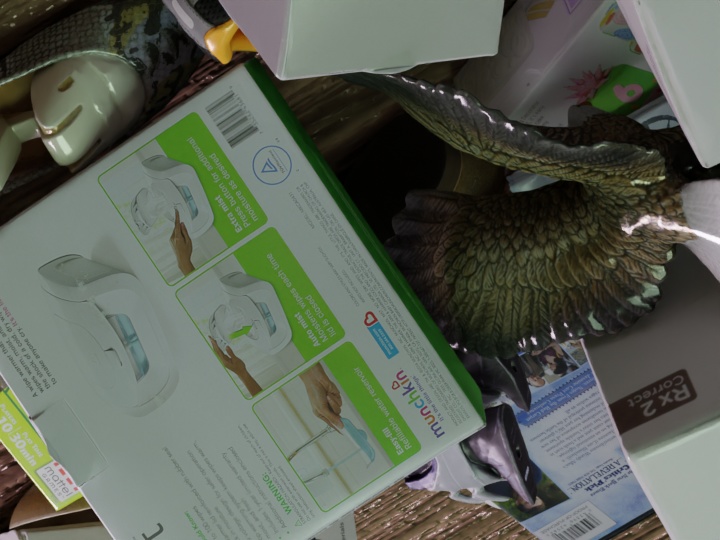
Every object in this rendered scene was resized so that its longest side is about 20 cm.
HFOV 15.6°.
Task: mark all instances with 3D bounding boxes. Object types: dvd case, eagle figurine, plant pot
[{"bbox_3d":[0.105,0.071,1.405,0.143,0.018,0.200,-34,124,26],"label":"dvd case"},{"bbox_3d":[0.099,-0.044,1.228,0.199,0.152,0.151,-14,176,-1],"label":"eagle figurine"},{"bbox_3d":[-0.099,0.116,1.471,0.200,0.028,0.200,-10,172,-1],"label":"plant pot"}]

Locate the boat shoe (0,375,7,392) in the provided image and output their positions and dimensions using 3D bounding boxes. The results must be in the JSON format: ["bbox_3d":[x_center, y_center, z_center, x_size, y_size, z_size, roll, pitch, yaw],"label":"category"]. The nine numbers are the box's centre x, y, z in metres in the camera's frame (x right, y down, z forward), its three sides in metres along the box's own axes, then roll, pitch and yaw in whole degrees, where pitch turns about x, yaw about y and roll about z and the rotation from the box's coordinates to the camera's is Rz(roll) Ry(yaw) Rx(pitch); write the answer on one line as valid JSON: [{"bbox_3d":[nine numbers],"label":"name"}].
[{"bbox_3d":[-0.255,0.047,1.312,0.200,0.073,0.075,-25,142,6],"label":"boat shoe"}]

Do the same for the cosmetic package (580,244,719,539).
[{"bbox_3d":[0.217,0.070,1.296,0.165,0.165,0.200,-26,127,6],"label":"cosmetic package"}]

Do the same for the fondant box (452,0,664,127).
[{"bbox_3d":[0.170,-0.101,1.336,0.200,0.058,0.144,14,132,-32],"label":"fondant box"}]

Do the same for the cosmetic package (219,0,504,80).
[{"bbox_3d":[0.007,-0.185,1.073,0.107,0.090,0.200,-6,127,-24],"label":"cosmetic package"}]

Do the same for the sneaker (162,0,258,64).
[{"bbox_3d":[-0.003,-0.131,1.202,0.200,0.077,0.078,-8,142,-23],"label":"sneaker"}]

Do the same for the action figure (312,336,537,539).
[{"bbox_3d":[-0.014,0.093,1.329,0.200,0.130,0.069,-13,130,19],"label":"action figure"}]

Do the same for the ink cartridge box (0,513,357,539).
[{"bbox_3d":[-0.117,0.186,1.524,0.200,0.086,0.146,-5,172,-24],"label":"ink cartridge box"}]

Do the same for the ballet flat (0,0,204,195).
[{"bbox_3d":[-0.157,-0.062,1.210,0.200,0.072,0.072,-24,146,4],"label":"ballet flat"}]

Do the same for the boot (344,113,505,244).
[{"bbox_3d":[0.000,0.000,1.397,0.200,0.074,0.075,-44,150,26],"label":"boot"}]

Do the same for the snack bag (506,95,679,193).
[{"bbox_3d":[0.202,-0.034,1.343,0.200,0.021,0.189,-29,129,20],"label":"snack bag"}]

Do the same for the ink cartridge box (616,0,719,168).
[{"bbox_3d":[0.156,-0.182,1.109,0.147,0.200,0.145,-26,148,6],"label":"ink cartridge box"}]

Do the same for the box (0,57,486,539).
[{"bbox_3d":[-0.068,0.032,1.225,0.176,0.200,0.097,-35,-176,6],"label":"box"}]

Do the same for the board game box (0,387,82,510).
[{"bbox_3d":[-0.103,0.030,1.341,0.200,0.048,0.102,-31,108,18],"label":"board game box"}]

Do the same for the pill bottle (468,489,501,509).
[{"bbox_3d":[0.131,0.037,1.475,0.200,0.114,0.114,-36,144,19],"label":"pill bottle"}]
